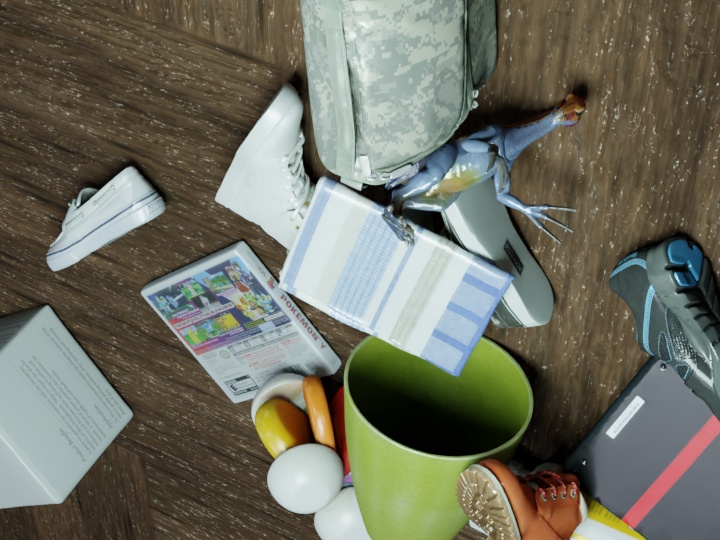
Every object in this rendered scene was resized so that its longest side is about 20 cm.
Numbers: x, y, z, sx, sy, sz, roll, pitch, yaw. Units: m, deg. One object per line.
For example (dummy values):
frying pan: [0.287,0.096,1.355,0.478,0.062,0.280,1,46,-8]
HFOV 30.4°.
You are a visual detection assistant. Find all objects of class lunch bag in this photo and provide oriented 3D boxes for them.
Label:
lunch bag: [0.019,-0.186,1.041,0.138,0.168,0.202,17,137,23]

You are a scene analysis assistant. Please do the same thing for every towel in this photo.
towel: [0.028,0.006,1.215,0.198,0.024,0.148,27,133,3]

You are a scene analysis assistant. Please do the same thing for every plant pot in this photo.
plant pot: [0.063,0.188,1.334,0.185,0.187,0.202,23,130,16]

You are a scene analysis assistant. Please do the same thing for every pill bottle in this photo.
pill bottle: [0.218,0.267,1.376,0.198,0.111,0.112,22,138,19]

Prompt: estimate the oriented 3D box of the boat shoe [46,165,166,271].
boat shoe: [-0.293,-0.062,1.486,0.199,0.073,0.067,-25,97,37]

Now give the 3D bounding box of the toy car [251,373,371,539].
toy car: [-0.020,0.192,1.459,0.149,0.176,0.200,-35,127,10]

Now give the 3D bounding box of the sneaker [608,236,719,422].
sneaker: [0.293,0.063,1.162,0.081,0.073,0.201,-19,105,49]

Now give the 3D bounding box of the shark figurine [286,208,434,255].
shark figurine: [0.020,0.003,1.290,0.128,0.090,0.214,45,140,-15]

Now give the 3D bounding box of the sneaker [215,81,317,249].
sneaker: [-0.063,-0.094,1.276,0.115,0.074,0.200,36,151,-1]

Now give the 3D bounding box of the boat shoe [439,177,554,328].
boat shoe: [0.105,-0.023,1.210,0.063,0.071,0.201,-11,123,38]

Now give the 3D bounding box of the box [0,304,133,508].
box: [-0.455,0.185,1.751,0.199,0.172,0.200,-14,119,43]

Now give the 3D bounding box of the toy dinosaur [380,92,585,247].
toy dinosaur: [0.092,-0.101,1.096,0.200,0.181,0.105,44,175,20]

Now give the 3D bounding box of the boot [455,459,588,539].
boot: [0.157,0.216,1.248,0.075,0.107,0.201,36,165,38]

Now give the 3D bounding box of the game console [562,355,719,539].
game console: [0.309,0.176,1.246,0.176,0.031,0.201,37,122,8]

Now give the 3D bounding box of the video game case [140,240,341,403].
video game case: [-0.139,0.064,1.518,0.199,0.023,0.183,-20,115,47]
